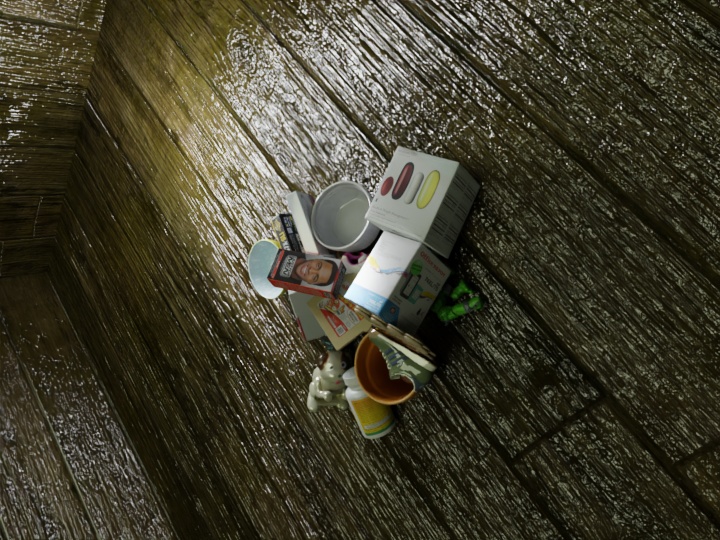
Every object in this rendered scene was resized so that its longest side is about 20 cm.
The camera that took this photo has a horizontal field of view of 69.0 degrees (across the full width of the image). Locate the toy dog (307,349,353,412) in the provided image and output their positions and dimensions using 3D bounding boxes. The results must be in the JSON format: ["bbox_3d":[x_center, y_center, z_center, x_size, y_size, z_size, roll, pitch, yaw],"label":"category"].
[{"bbox_3d":[-0.084,0.331,1.657,0.201,0.138,0.195,109,164,-49],"label":"toy dog"}]

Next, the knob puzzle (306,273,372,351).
[{"bbox_3d":[-0.026,0.095,1.439,0.217,0.030,0.222,-8,64,17],"label":"knob puzzle"}]

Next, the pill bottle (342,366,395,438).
[{"bbox_3d":[0.022,0.389,1.571,0.112,0.113,0.202,-13,104,42],"label":"pill bottle"}]

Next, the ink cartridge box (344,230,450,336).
[{"bbox_3d":[0.093,0.033,1.303,0.146,0.146,0.201,23,79,50],"label":"ink cartridge box"}]

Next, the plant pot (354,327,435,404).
[{"bbox_3d":[0.113,0.253,1.424,0.198,0.183,0.202,-5,80,29],"label":"plant pot"}]

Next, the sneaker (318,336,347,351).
[{"bbox_3d":[-0.053,0.212,1.668,0.199,0.075,0.080,-18,101,48],"label":"sneaker"}]

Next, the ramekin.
[{"bbox_3d":[-0.032,-0.147,1.509,0.198,0.105,0.202,-6,77,28],"label":"ramekin"}]

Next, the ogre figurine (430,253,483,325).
[{"bbox_3d":[0.218,0.056,1.377,0.200,0.098,0.120,42,106,9],"label":"ogre figurine"}]

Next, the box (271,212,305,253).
[{"bbox_3d":[-0.178,-0.084,1.647,0.049,0.159,0.202,-26,82,40],"label":"box"}]

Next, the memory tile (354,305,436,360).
[{"bbox_3d":[0.083,0.151,1.264,0.199,0.153,0.017,27,81,32],"label":"memory tile"}]

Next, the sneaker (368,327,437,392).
[{"bbox_3d":[0.087,0.225,1.296,0.199,0.067,0.090,28,91,27],"label":"sneaker"}]

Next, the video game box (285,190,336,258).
[{"bbox_3d":[-0.138,-0.132,1.588,0.046,0.182,0.202,-23,83,21],"label":"video game box"}]

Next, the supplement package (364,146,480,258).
[{"bbox_3d":[0.154,-0.170,1.301,0.190,0.147,0.201,24,89,36],"label":"supplement package"}]

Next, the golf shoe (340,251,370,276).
[{"bbox_3d":[0.033,-0.002,1.485,0.198,0.075,0.092,5,117,3],"label":"golf shoe"}]

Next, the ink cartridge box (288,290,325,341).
[{"bbox_3d":[-0.130,0.108,1.584,0.200,0.143,0.147,-159,49,-82],"label":"ink cartridge box"}]

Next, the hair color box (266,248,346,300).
[{"bbox_3d":[-0.149,0.009,1.460,0.198,0.061,0.102,10,67,19],"label":"hair color box"}]

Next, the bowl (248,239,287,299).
[{"bbox_3d":[-0.279,-0.011,1.785,0.199,0.107,0.202,10,105,40],"label":"bowl"}]

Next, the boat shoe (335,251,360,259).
[{"bbox_3d":[0.000,0.000,1.565,0.068,0.072,0.201,-48,68,35],"label":"boat shoe"}]
